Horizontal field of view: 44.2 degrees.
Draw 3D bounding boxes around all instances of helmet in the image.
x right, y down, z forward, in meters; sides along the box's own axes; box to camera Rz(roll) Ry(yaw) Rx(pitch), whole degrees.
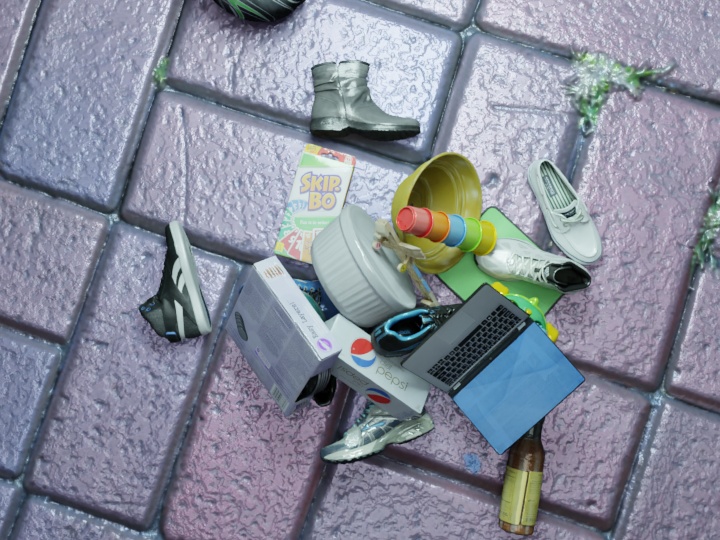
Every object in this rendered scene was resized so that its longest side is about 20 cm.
[{"bbox_3d":[-0.178,-0.513,1.474,0.197,0.191,0.203,0,87,1],"label":"helmet"}]

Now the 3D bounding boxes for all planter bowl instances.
[{"bbox_3d":[0.110,-0.102,1.479,0.083,0.199,0.203,18,87,44],"label":"planter bowl"}]

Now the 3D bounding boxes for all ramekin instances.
[{"bbox_3d":[0.000,0.000,1.447,0.094,0.202,0.204,-32,87,15],"label":"ramekin"}]

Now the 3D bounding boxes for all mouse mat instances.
[{"bbox_3d":[0.246,0.009,1.528,0.200,0.008,0.161,43,90,4],"label":"mouse mat"}]

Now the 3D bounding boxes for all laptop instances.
[{"bbox_3d":[0.204,0.155,1.369,0.187,0.116,0.199,-45,130,14],"label":"laptop"}]

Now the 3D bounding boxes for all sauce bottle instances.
[{"bbox_3d":[0.276,0.335,1.483,0.065,0.066,0.203,11,87,3],"label":"sauce bottle"}]

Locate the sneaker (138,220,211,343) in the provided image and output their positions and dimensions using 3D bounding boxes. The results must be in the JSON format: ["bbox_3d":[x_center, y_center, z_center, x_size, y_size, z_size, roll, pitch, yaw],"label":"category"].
[{"bbox_3d":[-0.333,0.024,1.514,0.111,0.073,0.202,-16,88,0],"label":"sneaker"}]

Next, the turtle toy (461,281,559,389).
[{"bbox_3d":[0.231,0.125,1.473,0.145,0.101,0.201,38,101,4],"label":"turtle toy"}]

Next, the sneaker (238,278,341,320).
[{"bbox_3d":[-0.112,0.050,1.497,0.197,0.089,0.080,3,89,2],"label":"sneaker"}]

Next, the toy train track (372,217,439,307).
[{"bbox_3d":[0.071,0.000,1.419,0.033,0.114,0.201,-47,127,-17],"label":"toy train track"}]

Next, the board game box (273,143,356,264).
[{"bbox_3d":[-0.077,-0.114,1.537,0.094,0.030,0.202,15,86,2],"label":"board game box"}]

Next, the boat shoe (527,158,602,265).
[{"bbox_3d":[0.343,-0.097,1.499,0.073,0.067,0.201,-35,87,0],"label":"boat shoe"}]

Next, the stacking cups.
[{"bbox_3d":[0.139,-0.070,1.417,0.060,0.199,0.061,-12,72,41],"label":"stacking cups"}]

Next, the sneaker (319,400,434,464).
[{"bbox_3d":[0.020,0.266,1.500,0.198,0.078,0.087,-20,75,-6],"label":"sneaker"}]

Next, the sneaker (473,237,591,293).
[{"bbox_3d":[0.288,-0.012,1.466,0.198,0.115,0.077,14,89,3],"label":"sneaker"}]

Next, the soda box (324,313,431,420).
[{"bbox_3d":[0.016,0.158,1.428,0.199,0.064,0.069,36,56,-15],"label":"soda box"}]

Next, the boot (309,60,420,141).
[{"bbox_3d":[0.009,-0.296,1.523,0.197,0.070,0.133,4,82,-2],"label":"boot"}]

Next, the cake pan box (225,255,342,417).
[{"bbox_3d":[-0.124,0.109,1.399,0.052,0.185,0.201,-24,66,-35],"label":"cake pan box"}]

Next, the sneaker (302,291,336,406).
[{"bbox_3d":[-0.078,0.131,1.459,0.071,0.080,0.202,-18,113,0],"label":"sneaker"}]

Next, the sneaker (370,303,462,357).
[{"bbox_3d":[0.118,0.091,1.393,0.198,0.082,0.074,-13,71,-14],"label":"sneaker"}]
